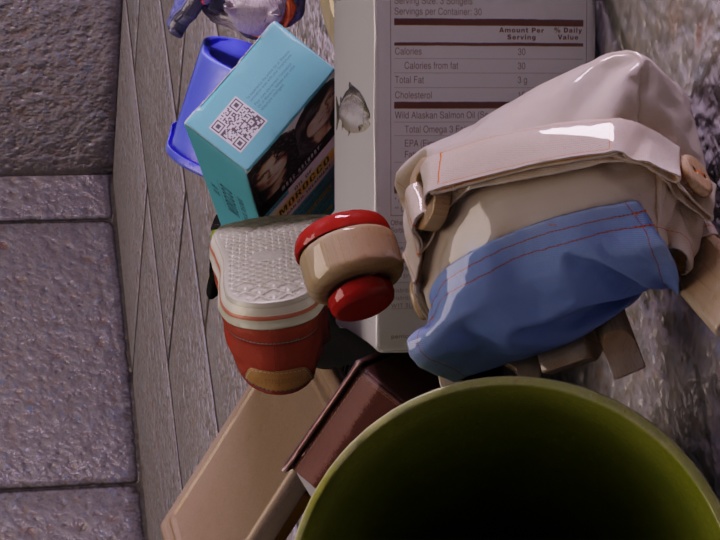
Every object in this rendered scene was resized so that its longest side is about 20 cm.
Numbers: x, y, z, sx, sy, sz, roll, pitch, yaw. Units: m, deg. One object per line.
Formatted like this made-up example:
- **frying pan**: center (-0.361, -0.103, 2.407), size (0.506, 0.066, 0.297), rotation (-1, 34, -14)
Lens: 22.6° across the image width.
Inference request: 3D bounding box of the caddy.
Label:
- **caddy**: center (-0.067, -0.097, 1.306), size (0.200, 0.140, 0.106), rotation (-101, 26, -75)

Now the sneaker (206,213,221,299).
- **sneaker**: center (-0.054, 0.006, 1.282), size (0.200, 0.071, 0.084), rotation (11, 85, 63)

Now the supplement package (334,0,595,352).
- **supplement package**: center (0.051, -0.065, 0.931), size (0.117, 0.116, 0.202), rotation (-157, 66, -79)

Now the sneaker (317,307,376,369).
- **sneaker**: center (0.001, 0.001, 1.094), size (0.067, 0.108, 0.201), rotation (48, 162, -20)

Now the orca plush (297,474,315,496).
- **orca plush**: center (0.051, 0.157, 0.998), size (0.200, 0.071, 0.106), rotation (41, 156, 30)

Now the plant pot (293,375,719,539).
- **plant pot**: center (0.068, 0.159, 0.812), size (0.200, 0.185, 0.189), rotation (75, -171, -75)

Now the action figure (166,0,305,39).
- **action figure**: center (-0.048, -0.241, 1.276), size (0.200, 0.104, 0.194), rotation (-48, 16, 44)

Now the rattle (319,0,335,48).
- **rattle**: center (-0.007, -0.127, 1.041), size (0.129, 0.142, 0.202), rotation (-5, 95, 41)

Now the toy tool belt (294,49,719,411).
- **toy tool belt**: center (0.066, 0.003, 0.769), size (0.125, 0.199, 0.124), rotation (21, -132, -56)

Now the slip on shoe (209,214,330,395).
- **slip on shoe**: center (-0.046, 0.012, 0.994), size (0.200, 0.073, 0.062), rotation (-96, 2, -71)

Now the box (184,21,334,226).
- **box**: center (-0.052, -0.069, 1.107), size (0.082, 0.049, 0.200), rotation (-50, -13, -12)

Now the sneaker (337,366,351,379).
- **sneaker**: center (-0.007, 0.051, 1.272), size (0.076, 0.076, 0.201), rotation (-56, 37, 38)

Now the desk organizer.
- **desk organizer**: center (0.039, 0.086, 0.978), size (0.072, 0.077, 0.200), rotation (-55, -12, 15)

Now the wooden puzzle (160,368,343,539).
- **wooden puzzle**: center (-0.065, 0.134, 1.176), size (0.186, 0.037, 0.200), rotation (-57, 17, 9)
